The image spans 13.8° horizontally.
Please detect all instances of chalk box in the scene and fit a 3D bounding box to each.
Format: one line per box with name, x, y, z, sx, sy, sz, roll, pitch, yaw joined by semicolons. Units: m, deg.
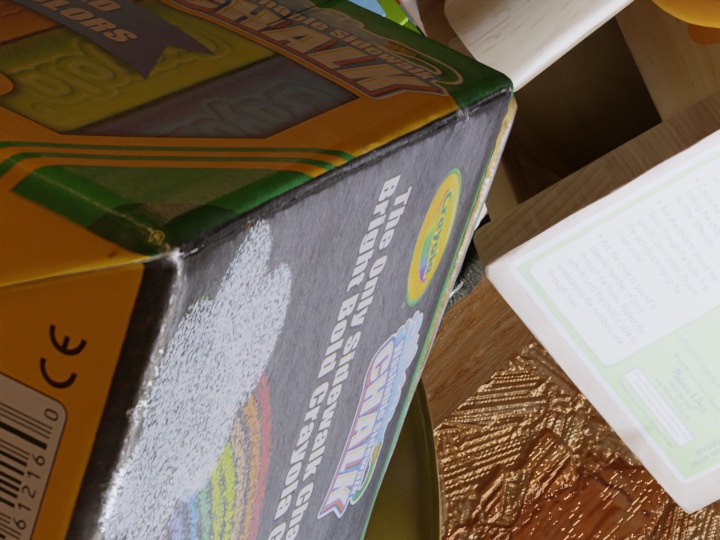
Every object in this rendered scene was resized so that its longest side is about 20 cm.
chalk box;-0.059;0.002;0.577;0.200;0.124;0.125;-29;141;-64

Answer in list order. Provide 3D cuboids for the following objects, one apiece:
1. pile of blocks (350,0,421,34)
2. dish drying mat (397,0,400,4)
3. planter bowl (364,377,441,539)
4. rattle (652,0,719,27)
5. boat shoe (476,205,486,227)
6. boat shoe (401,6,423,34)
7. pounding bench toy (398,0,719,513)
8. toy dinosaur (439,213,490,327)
pile of blocks;-0.008;-0.072;0.708;0.062;0.082;0.200;-43;173;-8
dish drying mat;0.055;-0.141;0.836;0.077;0.018;0.200;-7;151;-41
planter bowl;-0.047;0.102;1.020;0.083;0.201;0.200;6;150;-21
rattle;0.088;-0.142;0.627;0.200;0.143;0.130;-20;138;-58
boat shoe;-0.019;-0.007;1.085;0.200;0.073;0.062;-42;179;42
boat shoe;0.066;-0.119;0.943;0.200;0.074;0.067;-34;-175;20
pounding bench toy;0.080;-0.068;0.820;0.124;0.156;0.200;-30;132;13
toy dinosaur;0.000;0.000;0.895;0.102;0.077;0.200;-56;176;-21
